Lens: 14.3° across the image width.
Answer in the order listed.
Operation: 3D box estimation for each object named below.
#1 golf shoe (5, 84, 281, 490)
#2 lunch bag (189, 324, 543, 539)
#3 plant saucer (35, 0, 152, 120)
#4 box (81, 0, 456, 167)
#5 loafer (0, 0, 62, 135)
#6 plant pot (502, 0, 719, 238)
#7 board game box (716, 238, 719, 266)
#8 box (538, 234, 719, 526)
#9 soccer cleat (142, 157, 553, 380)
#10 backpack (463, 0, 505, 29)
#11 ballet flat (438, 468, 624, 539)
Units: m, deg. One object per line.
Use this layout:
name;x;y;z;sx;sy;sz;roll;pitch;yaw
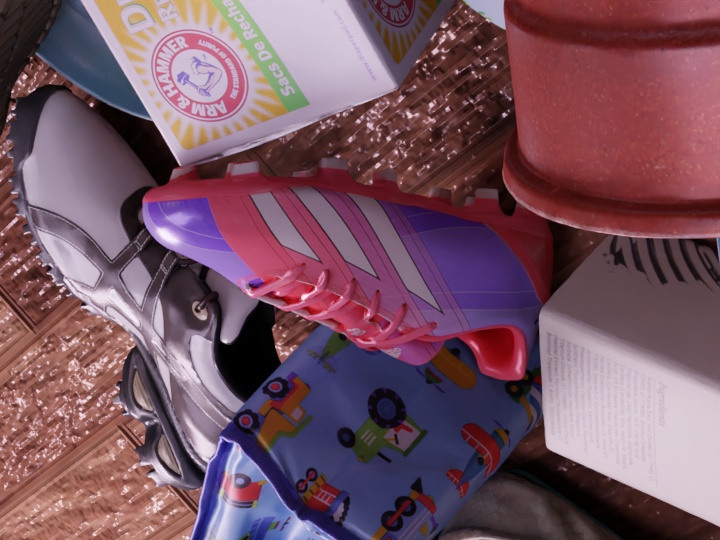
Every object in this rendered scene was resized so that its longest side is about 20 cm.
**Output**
golf shoe;-0.084;-0.002;1.296;0.094;0.078;0.201;-20;104;37
lunch bag;-0.013;0.096;1.247;0.094;0.151;0.200;42;145;5
plant saucer;-0.105;-0.152;1.204;0.200;0.027;0.201;27;141;24
box;-0.055;-0.157;1.052;0.101;0.113;0.200;-18;114;30
loafer;-0.186;-0.092;1.258;0.067;0.076;0.200;37;145;1
plant pot;0.113;-0.137;0.761;0.200;0.200;0.196;4;116;44
board game box;0.205;0.015;0.935;0.200;0.064;0.148;-13;82;58
box;0.168;0.058;1.096;0.199;0.068;0.082;24;140;28
soccer cleat;0.000;0.000;1.114;0.067;0.199;0.077;-1;85;46
backpack;0.062;-0.164;0.939;0.200;0.153;0.163;59;151;2
ballet flat;0.120;0.155;1.248;0.199;0.062;0.068;26;141;26
